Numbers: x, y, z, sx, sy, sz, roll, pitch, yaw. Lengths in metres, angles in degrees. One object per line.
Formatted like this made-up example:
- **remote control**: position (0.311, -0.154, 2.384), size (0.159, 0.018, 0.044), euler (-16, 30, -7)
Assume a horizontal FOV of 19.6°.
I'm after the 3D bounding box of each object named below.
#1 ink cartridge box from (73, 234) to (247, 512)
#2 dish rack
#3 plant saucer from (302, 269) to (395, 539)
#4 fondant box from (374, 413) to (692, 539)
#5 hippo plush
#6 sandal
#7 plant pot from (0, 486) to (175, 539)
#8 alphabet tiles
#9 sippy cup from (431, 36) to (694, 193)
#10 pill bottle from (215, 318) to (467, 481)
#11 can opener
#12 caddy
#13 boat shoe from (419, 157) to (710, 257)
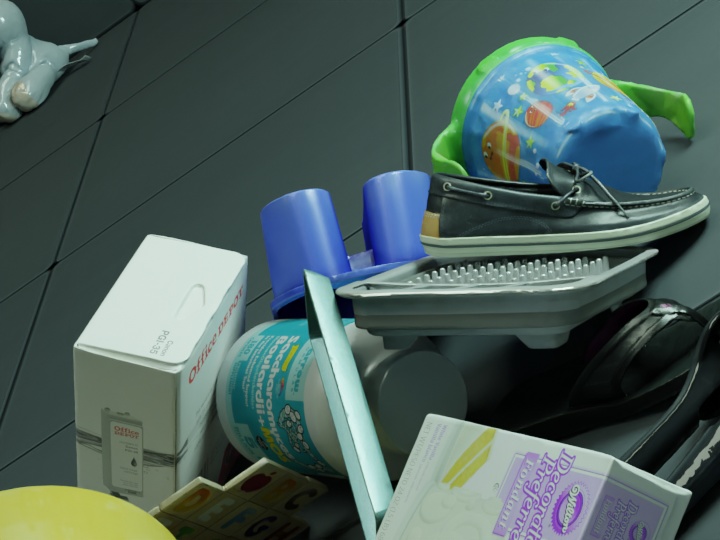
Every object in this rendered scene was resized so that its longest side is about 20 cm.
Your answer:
- **ink cartridge box**: position (-0.144, 0.095, 1.521), size (0.083, 0.200, 0.147), euler (13, 38, 11)
- **dish rack**: position (0.094, 0.017, 1.362), size (0.172, 0.044, 0.200), euler (-2, 8, 24)
- **plant saucer**: position (-0.005, 0.091, 1.289), size (0.019, 0.070, 0.200), euler (-11, 49, -6)
- **fondant box**: position (0.076, 0.162, 1.124), size (0.200, 0.058, 0.144), euler (7, 72, 63)
- **hippo plush**: position (-0.547, -0.338, 3.254), size (0.200, 0.161, 0.159), euler (-32, 20, 18)
- **sandal**: position (0.156, 0.057, 1.298), size (0.200, 0.048, 0.075), euler (-27, 22, 32)
- **plant pot**: position (-0.184, 0.263, 1.239), size (0.201, 0.201, 0.189), euler (-35, 36, 10)
- **alphabet tiles**: position (-0.121, 0.190, 1.384), size (0.200, 0.166, 0.006), euler (-36, 63, 9)
- **sippy cup**: position (0.153, -0.091, 1.530), size (0.178, 0.140, 0.130), euler (-48, 31, 0)
- **pill bottle**: position (-0.010, 0.087, 1.433), size (0.111, 0.111, 0.200), euler (-47, 21, -23)
- **can opener**: position (0.187, 0.095, 1.166), size (0.063, 0.079, 0.200), euler (29, 69, 30)
- **caddy**: position (0.000, 0.000, 1.548), size (0.141, 0.105, 0.200), euler (-11, -10, -2)
- **boat shoe**: position (0.139, -0.046, 1.424), size (0.200, 0.062, 0.075), euler (-3, 6, 0)
